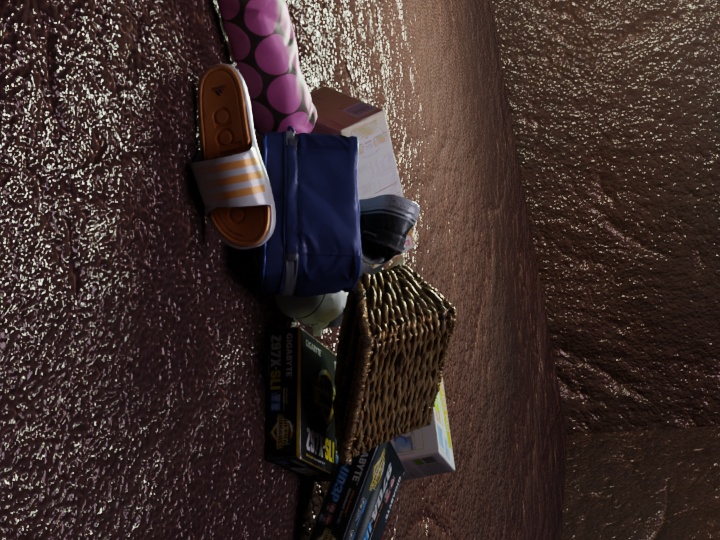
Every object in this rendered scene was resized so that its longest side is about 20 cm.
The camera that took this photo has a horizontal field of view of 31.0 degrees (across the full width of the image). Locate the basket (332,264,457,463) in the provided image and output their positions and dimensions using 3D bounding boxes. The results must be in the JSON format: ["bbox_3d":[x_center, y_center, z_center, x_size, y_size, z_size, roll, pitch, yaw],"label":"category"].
[{"bbox_3d":[0.008,0.105,1.591,0.148,0.143,0.201,-19,135,-34],"label":"basket"}]

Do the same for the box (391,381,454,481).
[{"bbox_3d":[0.072,0.205,1.979,0.113,0.100,0.202,53,27,-62],"label":"box"}]

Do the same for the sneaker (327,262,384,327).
[{"bbox_3d":[0.000,0.000,1.834,0.199,0.074,0.107,-28,122,-44],"label":"sneaker"}]

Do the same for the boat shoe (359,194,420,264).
[{"bbox_3d":[0.015,-0.043,1.567,0.200,0.072,0.071,146,-33,-78],"label":"boat shoe"}]

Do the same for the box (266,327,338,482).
[{"bbox_3d":[-0.064,0.174,1.635,0.200,0.049,0.161,47,42,-66],"label":"box"}]

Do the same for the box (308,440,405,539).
[{"bbox_3d":[-0.007,0.316,1.675,0.159,0.046,0.201,66,41,-59],"label":"box"}]

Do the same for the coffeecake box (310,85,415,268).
[{"bbox_3d":[-0.015,-0.125,1.724,0.153,0.073,0.201,31,-39,52],"label":"coffeecake box"}]

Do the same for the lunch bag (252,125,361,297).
[{"bbox_3d":[-0.072,-0.073,1.527,0.136,0.131,0.202,117,-29,-73],"label":"lunch bag"}]

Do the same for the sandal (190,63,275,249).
[{"bbox_3d":[-0.149,-0.124,1.394,0.059,0.079,0.209,12,64,-73],"label":"sandal"}]

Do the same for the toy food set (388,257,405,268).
[{"bbox_3d":[0.076,0.099,2.149,0.144,0.060,0.201,-72,152,-56],"label":"toy food set"}]

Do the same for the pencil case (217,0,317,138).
[{"bbox_3d":[-0.107,-0.259,1.566,0.094,0.090,0.201,-84,164,-58],"label":"pencil case"}]

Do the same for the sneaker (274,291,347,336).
[{"bbox_3d":[-0.059,-0.016,1.679,0.115,0.074,0.202,58,35,-59],"label":"sneaker"}]
